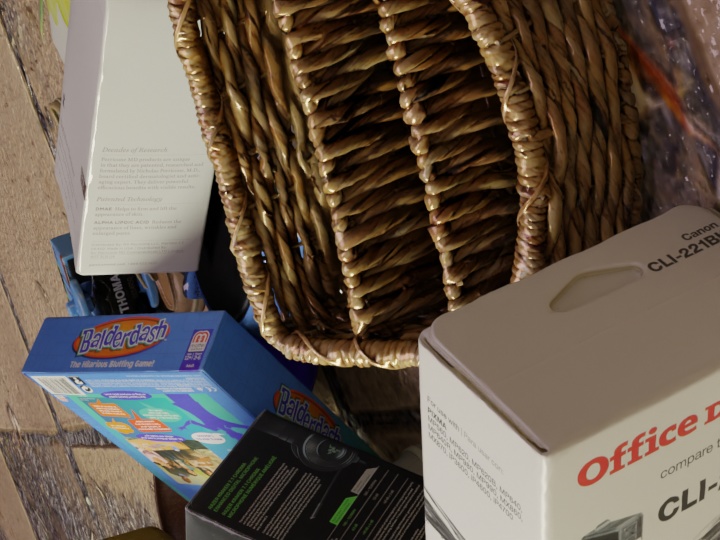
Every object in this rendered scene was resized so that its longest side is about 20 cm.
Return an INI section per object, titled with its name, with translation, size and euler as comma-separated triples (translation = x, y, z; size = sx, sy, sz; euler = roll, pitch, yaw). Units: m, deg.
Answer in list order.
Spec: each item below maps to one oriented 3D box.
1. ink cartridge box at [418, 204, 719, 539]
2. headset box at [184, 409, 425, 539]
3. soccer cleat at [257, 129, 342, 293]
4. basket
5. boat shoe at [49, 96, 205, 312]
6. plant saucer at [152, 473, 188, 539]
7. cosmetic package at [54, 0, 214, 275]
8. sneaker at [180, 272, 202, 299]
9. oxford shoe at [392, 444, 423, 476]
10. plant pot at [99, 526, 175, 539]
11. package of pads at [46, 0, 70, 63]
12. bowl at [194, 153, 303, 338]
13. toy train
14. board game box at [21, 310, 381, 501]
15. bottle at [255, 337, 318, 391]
[ink cartridge box]
translation = 0.105, 0.094, 0.653
size = 0.084, 0.144, 0.201
euler = 41, 146, 45
[headset box]
translation = -0.007, 0.198, 0.943
size = 0.199, 0.093, 0.175
euler = 20, 133, 19
[soccer cleat]
translation = -0.023, -0.071, 0.840
size = 0.069, 0.085, 0.201
euler = 111, 148, -60
[basket]
translation = 0.024, -0.058, 0.696
size = 0.143, 0.149, 0.201
euler = 24, 131, 59
[boat shoe]
translation = -0.180, -0.052, 1.276
size = 0.201, 0.063, 0.073
euler = 65, 157, 6
[plant saucer]
translation = -0.105, 0.156, 1.264
size = 0.200, 0.037, 0.201
euler = 1, 92, 58
[cosmetic package]
translation = -0.130, -0.107, 0.961
size = 0.113, 0.081, 0.201
euler = -114, 27, -47
[sneaker]
translation = -0.137, -0.058, 1.156
size = 0.200, 0.078, 0.066
euler = 55, 156, 33
[oxford shoe]
translation = 0.033, 0.198, 1.026
size = 0.075, 0.058, 0.201
euler = 39, 145, 46
[plant pot]
translation = -0.177, 0.297, 1.137
size = 0.177, 0.199, 0.201
euler = -123, 22, -56
[package of pads]
translation = -0.164, -0.174, 1.104
size = 0.200, 0.068, 0.155
euler = -123, 24, -43
[bowl]
translation = -0.069, -0.057, 0.978
size = 0.201, 0.039, 0.202
euler = 176, 90, -70
[toy train]
translation = -0.205, 0.054, 1.408
size = 0.114, 0.086, 0.201
euler = -136, 29, -62
[board game box]
translation = -0.094, 0.097, 1.034
size = 0.152, 0.045, 0.200
euler = -3, 145, 35
[bottle]
translation = -0.097, 0.086, 1.153
size = 0.200, 0.065, 0.084
euler = -37, 42, 55
